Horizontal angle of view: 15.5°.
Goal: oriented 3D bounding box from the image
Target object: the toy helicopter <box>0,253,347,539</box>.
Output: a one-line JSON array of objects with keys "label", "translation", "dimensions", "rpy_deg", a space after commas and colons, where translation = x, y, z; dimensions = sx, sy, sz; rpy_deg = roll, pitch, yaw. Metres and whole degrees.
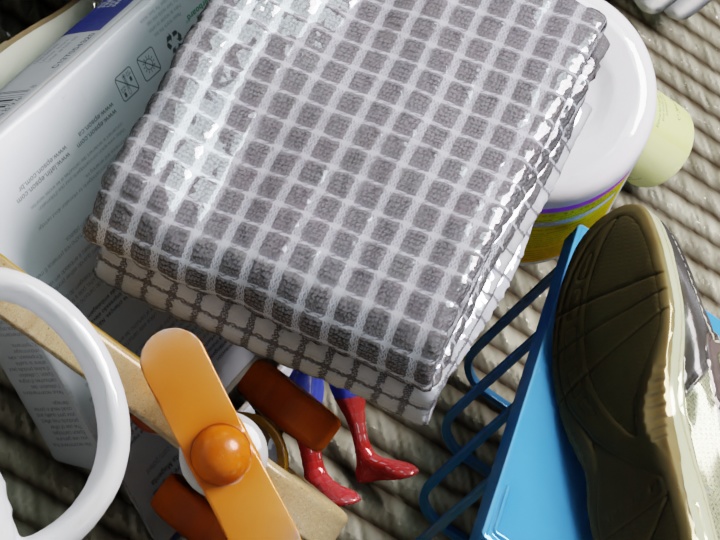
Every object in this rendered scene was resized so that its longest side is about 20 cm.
[{"label": "toy helicopter", "translation": [-0.085, 0.053, 1.064], "dimensions": [0.200, 0.079, 0.132], "rpy_deg": [38, 0, -22]}]

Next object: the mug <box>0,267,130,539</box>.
[{"label": "mug", "translation": [-0.182, 0.076, 0.979], "dimensions": [0.200, 0.148, 0.176], "rpy_deg": [-28, 85, -10]}]

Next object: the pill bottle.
[{"label": "pill bottle", "translation": [0.079, -0.062, 1.270], "dimensions": [0.104, 0.200, 0.105], "rpy_deg": [0, 78, -2]}]

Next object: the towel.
[{"label": "towel", "translation": [-0.002, -0.058, 1.106], "dimensions": [0.165, 0.086, 0.200], "rpy_deg": [22, 66, 12]}]

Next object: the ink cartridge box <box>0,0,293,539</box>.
[{"label": "ink cartridge box", "translation": [-0.089, -0.012, 1.176], "dimensions": [0.196, 0.043, 0.200], "rpy_deg": [-47, 122, -40]}]

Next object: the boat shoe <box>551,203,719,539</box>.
[{"label": "boat shoe", "translation": [0.132, 0.067, 1.132], "dimensions": [0.066, 0.072, 0.201], "rpy_deg": [23, 47, -35]}]

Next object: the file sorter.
[{"label": "file sorter", "translation": [0.102, 0.111, 1.210], "dimensions": [0.139, 0.123, 0.200], "rpy_deg": [34, 44, -12]}]

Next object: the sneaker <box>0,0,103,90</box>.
[{"label": "sneaker", "translation": [-0.115, -0.085, 1.244], "dimensions": [0.090, 0.067, 0.200], "rpy_deg": [52, 42, -4]}]

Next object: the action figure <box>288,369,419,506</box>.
[{"label": "action figure", "translation": [0.000, 0.000, 1.177], "dimensions": [0.065, 0.099, 0.201], "rpy_deg": [-21, 99, -48]}]

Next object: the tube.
[{"label": "tube", "translation": [0.099, -0.105, 1.388], "dimensions": [0.200, 0.058, 0.052], "rpy_deg": [30, 72, -39]}]

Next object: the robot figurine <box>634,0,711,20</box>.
[{"label": "robot figurine", "translation": [0.148, -0.242, 1.527], "dimensions": [0.200, 0.113, 0.169], "rpy_deg": [61, 21, 17]}]
